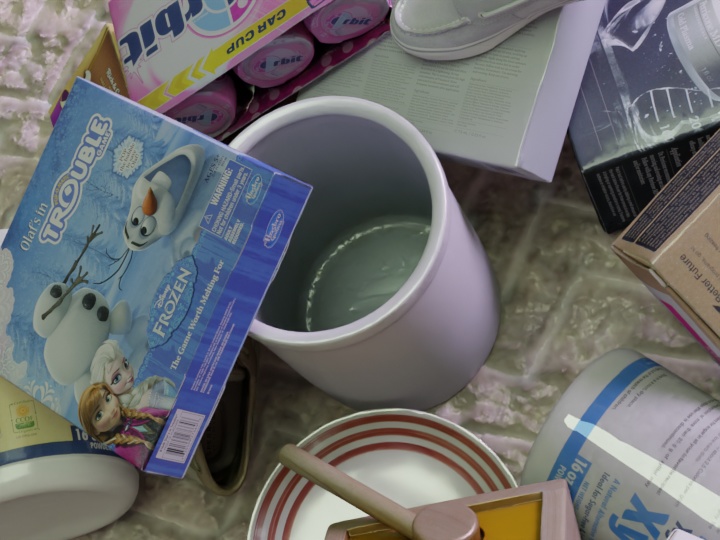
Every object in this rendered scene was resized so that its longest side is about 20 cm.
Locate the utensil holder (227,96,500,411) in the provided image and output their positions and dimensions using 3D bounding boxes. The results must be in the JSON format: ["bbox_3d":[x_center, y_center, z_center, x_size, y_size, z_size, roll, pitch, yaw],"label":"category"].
[{"bbox_3d":[0.000,0.000,1.260,0.170,0.200,0.170,-6,68,15],"label":"utensil holder"}]

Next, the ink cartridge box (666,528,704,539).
[{"bbox_3d":[0.224,0.265,1.088,0.145,0.200,0.084,22,49,23],"label":"ink cartridge box"}]

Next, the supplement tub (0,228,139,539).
[{"bbox_3d":[-0.244,0.085,1.335,0.144,0.144,0.200,-18,67,10],"label":"supplement tub"}]

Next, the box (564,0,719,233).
[{"bbox_3d":[0.226,-0.161,1.293,0.196,0.124,0.200,-19,66,8],"label":"box"}]

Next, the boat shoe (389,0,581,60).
[{"bbox_3d":[0.094,-0.188,1.180,0.200,0.068,0.072,-10,72,34],"label":"boat shoe"}]

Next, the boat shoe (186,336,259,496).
[{"bbox_3d":[-0.100,0.058,1.291,0.072,0.065,0.200,-6,107,-24],"label":"boat shoe"}]

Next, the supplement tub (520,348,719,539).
[{"bbox_3d":[0.214,0.150,1.177,0.200,0.132,0.132,32,83,26],"label":"supplement tub"}]

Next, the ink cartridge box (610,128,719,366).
[{"bbox_3d":[0.285,-0.001,1.181,0.165,0.075,0.200,-45,109,-2],"label":"ink cartridge box"}]

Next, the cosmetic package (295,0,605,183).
[{"bbox_3d":[0.060,-0.153,1.270,0.200,0.052,0.151,16,89,38],"label":"cosmetic package"}]

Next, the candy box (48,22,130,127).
[{"bbox_3d":[-0.164,-0.071,1.383,0.117,0.056,0.200,-46,56,45],"label":"candy box"}]

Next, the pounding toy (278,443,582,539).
[{"bbox_3d":[0.041,0.192,1.123,0.184,0.200,0.142,-12,108,11],"label":"pounding toy"}]

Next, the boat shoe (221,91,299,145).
[{"bbox_3d":[-0.042,-0.111,1.388,0.200,0.072,0.068,-28,70,13],"label":"boat shoe"}]

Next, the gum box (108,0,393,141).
[{"bbox_3d":[-0.073,-0.182,1.299,0.200,0.066,0.114,-30,59,24],"label":"gum box"}]

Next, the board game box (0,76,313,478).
[{"bbox_3d":[-0.149,0.000,1.188,0.199,0.043,0.200,26,93,39],"label":"board game box"}]

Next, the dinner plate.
[{"bbox_3d":[0.021,0.194,1.267,0.200,0.024,0.200,-2,80,9],"label":"dinner plate"}]
